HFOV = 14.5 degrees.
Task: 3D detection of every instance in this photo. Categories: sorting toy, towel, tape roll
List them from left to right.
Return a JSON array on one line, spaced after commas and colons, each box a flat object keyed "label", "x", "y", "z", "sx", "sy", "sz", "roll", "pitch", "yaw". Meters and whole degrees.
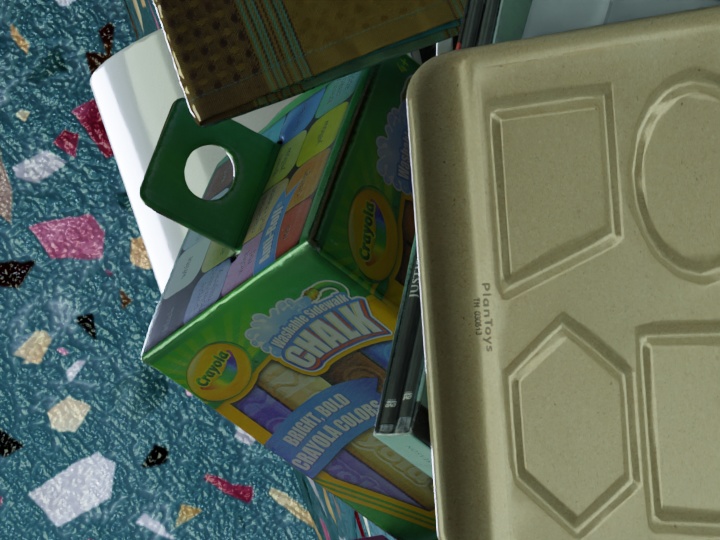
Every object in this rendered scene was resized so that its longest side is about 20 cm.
[{"label": "tape roll", "x": -0.036, "y": -0.074, "z": 1.569, "sx": 0.203, "sy": 0.202, "sz": 0.140, "roll": 134, "pitch": 118, "yaw": -81}, {"label": "towel", "x": 0.003, "y": -0.157, "z": 1.147, "sx": 0.022, "sy": 0.199, "sz": 0.147, "roll": 54, "pitch": -165, "yaw": -77}, {"label": "sorting toy", "x": 0.097, "y": 0.011, "z": 0.928, "sx": 0.199, "sy": 0.036, "sz": 0.186, "roll": -4, "pitch": 91, "yaw": 50}]

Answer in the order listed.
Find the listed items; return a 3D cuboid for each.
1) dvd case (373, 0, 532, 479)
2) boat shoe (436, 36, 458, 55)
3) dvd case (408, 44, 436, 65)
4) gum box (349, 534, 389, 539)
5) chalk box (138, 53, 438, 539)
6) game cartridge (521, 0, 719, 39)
[{"label": "dvd case", "x": 0.070, "y": -0.001, "z": 1.086, "sx": 0.146, "sy": 0.022, "sz": 0.201, "roll": 39, "pitch": -123, "yaw": -45}, {"label": "boat shoe", "x": 0.071, "y": -0.064, "z": 1.223, "sx": 0.072, "sy": 0.059, "sz": 0.201, "roll": -63, "pitch": -26, "yaw": -44}, {"label": "dvd case", "x": 0.035, "y": -0.131, "z": 1.295, "sx": 0.150, "sy": 0.025, "sz": 0.201, "roll": -44, "pitch": -55, "yaw": -61}, {"label": "gum box", "x": 0.024, "y": 0.178, "z": 1.120, "sx": 0.200, "sy": 0.113, "sz": 0.066, "roll": 29, "pitch": 111, "yaw": 37}, {"label": "chalk box", "x": 0.000, "y": 0.000, "z": 1.173, "sx": 0.200, "sy": 0.124, "sz": 0.125, "roll": 37, "pitch": -133, "yaw": -21}, {"label": "game cartridge", "x": 0.119, "y": -0.028, "z": 0.946, "sx": 0.200, "sy": 0.040, "sz": 0.134, "roll": 44, "pitch": 131, "yaw": 43}]
